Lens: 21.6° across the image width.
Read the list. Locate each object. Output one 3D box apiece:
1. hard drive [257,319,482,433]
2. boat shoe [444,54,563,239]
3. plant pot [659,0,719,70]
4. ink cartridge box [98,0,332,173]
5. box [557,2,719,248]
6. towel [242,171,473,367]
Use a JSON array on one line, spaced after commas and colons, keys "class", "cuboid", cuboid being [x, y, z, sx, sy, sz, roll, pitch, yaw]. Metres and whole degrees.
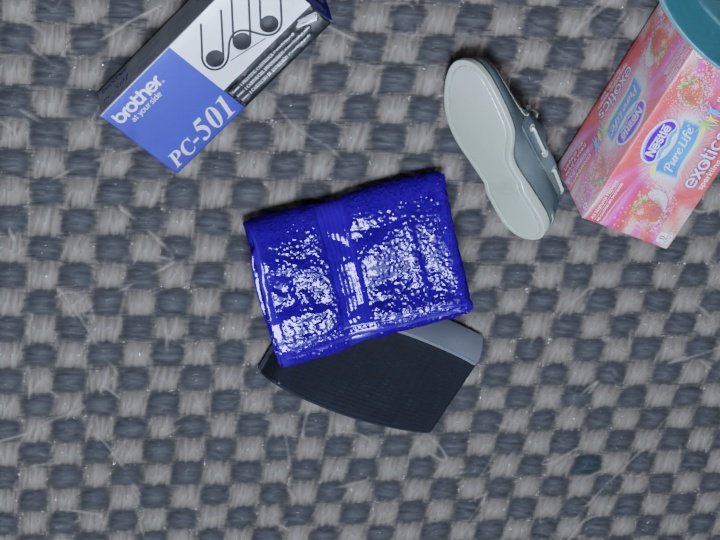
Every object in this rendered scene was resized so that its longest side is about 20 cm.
[{"class": "hard drive", "cuboid": [0.013, 0.091, 1.869, 0.199, 0.042, 0.135, 20, 119, -25]}, {"class": "boat shoe", "cuboid": [0.137, -0.123, 1.743, 0.062, 0.073, 0.201, -48, 127, -32]}, {"class": "plant pot", "cuboid": [0.376, -0.279, 1.573, 0.188, 0.199, 0.200, -52, 130, -22]}, {"class": "ink cartridge box", "cuboid": [-0.127, -0.184, 1.633, 0.200, 0.044, 0.094, -42, 122, 18]}, {"class": "box", "cuboid": [0.280, -0.135, 1.731, 0.102, 0.095, 0.201, 19, 120, -23]}, {"class": "towel", "cuboid": [0.000, 0.000, 1.767, 0.199, 0.050, 0.149, -16, 106, -5]}]
